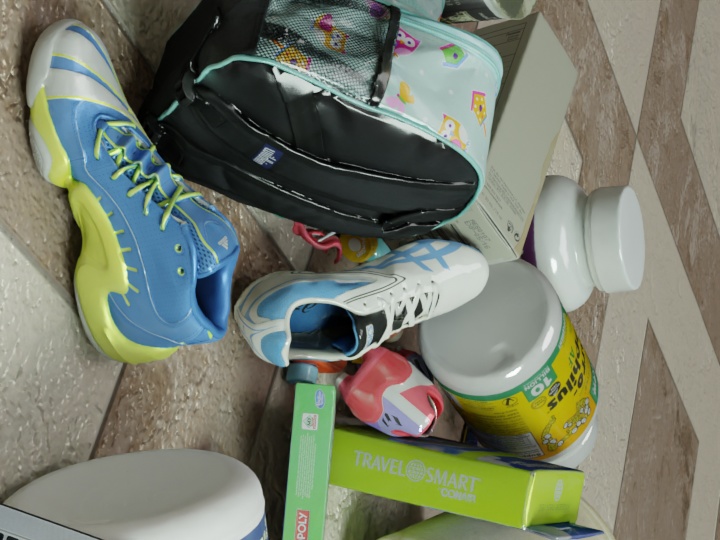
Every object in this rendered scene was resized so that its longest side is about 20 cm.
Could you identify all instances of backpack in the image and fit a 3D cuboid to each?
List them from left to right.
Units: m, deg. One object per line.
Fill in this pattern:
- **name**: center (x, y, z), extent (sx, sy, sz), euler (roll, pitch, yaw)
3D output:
- **backpack**: center (-0.014, -0.108, 0.934), extent (0.198, 0.176, 0.155), euler (26, 60, -17)

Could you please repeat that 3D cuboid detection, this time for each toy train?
- **toy train**: center (0.000, 0.000, 1.162), extent (0.150, 0.055, 0.203), euler (42, 53, -57)

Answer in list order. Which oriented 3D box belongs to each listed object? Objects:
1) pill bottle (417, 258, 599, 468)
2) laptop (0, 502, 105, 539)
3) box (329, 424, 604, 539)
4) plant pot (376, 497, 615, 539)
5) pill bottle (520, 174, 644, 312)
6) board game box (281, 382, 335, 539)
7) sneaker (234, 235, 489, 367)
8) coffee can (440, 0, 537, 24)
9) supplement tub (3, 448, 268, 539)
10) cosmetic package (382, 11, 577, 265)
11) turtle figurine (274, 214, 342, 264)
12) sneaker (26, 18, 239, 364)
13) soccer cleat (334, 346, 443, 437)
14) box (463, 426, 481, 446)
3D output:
- **pill bottle**: center (0.125, 0.084, 1.205), extent (0.200, 0.111, 0.114), euler (56, 41, -52)
- **laptop**: center (-0.211, 0.163, 0.642), extent (0.116, 0.198, 0.189), euler (112, -3, -65)
- **box**: center (0.076, 0.156, 1.148), extent (0.122, 0.198, 0.048), euler (14, 86, -63)
- **plant pot**: center (0.084, 0.268, 1.206), extent (0.183, 0.199, 0.203), euler (2, 87, -53)
- **pill bottle**: center (0.127, -0.019, 1.255), extent (0.112, 0.198, 0.114), euler (-5, 90, -66)
- **board game box**: center (-0.039, 0.186, 1.044), extent (0.135, 0.029, 0.203), euler (92, 3, -77)
- **sneaker**: center (0.009, 0.027, 1.068), extent (0.198, 0.073, 0.072), euler (-13, 135, -28)
- **coffee can**: center (0.009, -0.233, 1.022), extent (0.146, 0.198, 0.149), euler (5, 84, -64)
- **supplement tub**: center (-0.112, 0.211, 0.820), extent (0.145, 0.143, 0.203), euler (-28, 114, -61)
- **cosmetic package**: center (0.090, -0.097, 1.184), extent (0.073, 0.103, 0.201), euler (50, 47, -32)
- **turtle figurine**: center (-0.013, -0.093, 1.095), extent (0.150, 0.101, 0.200), euler (43, 52, 4)
- **sneaker**: center (-0.117, -0.044, 0.862), extent (0.076, 0.104, 0.202), euler (-46, 130, -56)
- **soccer cleat**: center (0.033, 0.099, 1.161), extent (0.067, 0.076, 0.200), euler (-49, 167, 0)
- **box**: center (0.148, 0.126, 1.449), extent (0.064, 0.069, 0.202), euler (56, 41, -47)
